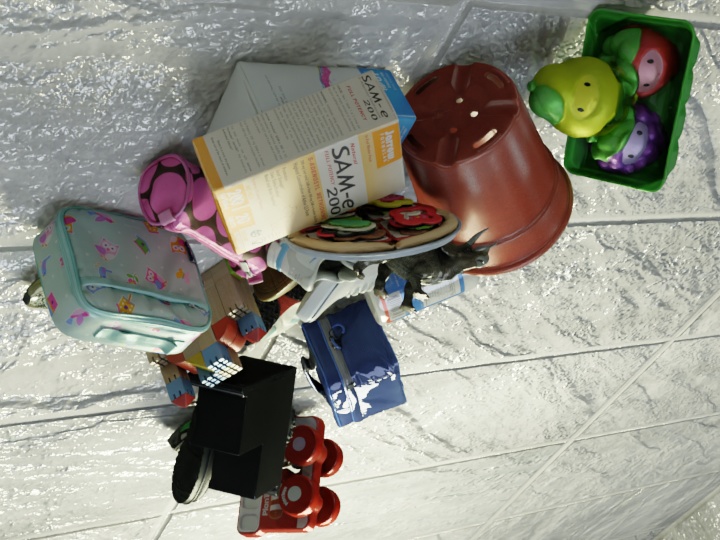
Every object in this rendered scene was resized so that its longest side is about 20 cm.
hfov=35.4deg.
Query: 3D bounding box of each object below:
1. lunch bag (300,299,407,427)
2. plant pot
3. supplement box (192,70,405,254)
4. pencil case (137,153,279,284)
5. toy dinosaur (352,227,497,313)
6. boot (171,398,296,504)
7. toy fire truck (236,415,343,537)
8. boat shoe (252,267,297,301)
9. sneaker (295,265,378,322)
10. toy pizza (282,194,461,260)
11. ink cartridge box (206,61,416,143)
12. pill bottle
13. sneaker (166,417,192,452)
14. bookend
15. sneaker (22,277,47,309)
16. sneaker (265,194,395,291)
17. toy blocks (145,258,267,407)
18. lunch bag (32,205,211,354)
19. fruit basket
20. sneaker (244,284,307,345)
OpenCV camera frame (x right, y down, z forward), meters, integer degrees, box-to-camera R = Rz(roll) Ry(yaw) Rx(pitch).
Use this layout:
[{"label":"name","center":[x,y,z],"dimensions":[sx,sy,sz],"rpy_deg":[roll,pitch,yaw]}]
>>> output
[{"label":"lunch bag","center":[-0.018,0.143,1.698],"dimensions":[0.132,0.136,0.200],"rpy_deg":[-23,150,-4]},{"label":"plant pot","center":[0.137,-0.130,1.350],"dimensions":[0.200,0.201,0.195],"rpy_deg":[-27,142,4]},{"label":"supplement box","center":[-0.059,-0.109,1.167],"dimensions":[0.199,0.074,0.126],"rpy_deg":[-22,150,-6]},{"label":"pencil case","center":[-0.172,-0.057,1.309],"dimensions":[0.090,0.094,0.200],"rpy_deg":[-9,157,29]},{"label":"toy dinosaur","center":[0.049,-0.018,1.319],"dimensions":[0.199,0.103,0.077],"rpy_deg":[20,154,8]},{"label":"boot","center":[-0.194,0.274,1.759],"dimensions":[0.162,0.073,0.199],"rpy_deg":[15,95,-41]},{"label":"toy fire truck","center":[-0.127,0.344,1.896],"dimensions":[0.167,0.201,0.112],"rpy_deg":[-6,156,23]},{"label":"boat shoe","center":[-0.063,-0.029,1.455],"dimensions":[0.066,0.074,0.200],"rpy_deg":[10,135,-47]},{"label":"sneaker","center":[0.000,0.000,1.474],"dimensions":[0.200,0.071,0.073],"rpy_deg":[-48,-173,-7]},{"label":"toy pizza","center":[0.012,-0.055,1.245],"dimensions":[0.199,0.200,0.032],"rpy_deg":[-11,110,-22]},{"label":"ink cartridge box","center":[-0.062,-0.150,1.257],"dimensions":[0.199,0.085,0.145],"rpy_deg":[-4,144,-34]},{"label":"pill bottle","center":[0.098,-0.010,1.570],"dimensions":[0.199,0.113,0.112],"rpy_deg":[-22,150,-6]},{"label":"sneaker","center":[-0.222,0.280,1.815],"dimensions":[0.199,0.086,0.078],"rpy_deg":[14,132,-47]},{"label":"bookend","center":[-0.178,0.237,1.599],"dimensions":[0.092,0.201,0.199],"rpy_deg":[10,-173,17]},{"label":"sneaker","center":[-0.307,0.040,1.371],"dimensions":[0.199,0.089,0.077],"rpy_deg":[0,142,-35]},{"label":"sneaker","center":[-0.013,-0.027,1.361],"dimensions":[0.199,0.087,0.075],"rpy_deg":[-28,148,-32]},{"label":"toy blocks","center":[-0.203,0.086,1.471],"dimensions":[0.199,0.137,0.100],"rpy_deg":[-32,149,12]},{"label":"lunch bag","center":[-0.264,0.015,1.292],"dimensions":[0.199,0.161,0.077],"rpy_deg":[13,134,-46]},{"label":"fruit basket","center":[0.299,-0.202,1.330],"dimensions":[0.215,0.155,0.217],"rpy_deg":[-29,128,-46]},{"label":"sneaker","center":[-0.091,0.031,1.557],"dimensions":[0.199,0.070,0.093],"rpy_deg":[-36,175,4]}]
